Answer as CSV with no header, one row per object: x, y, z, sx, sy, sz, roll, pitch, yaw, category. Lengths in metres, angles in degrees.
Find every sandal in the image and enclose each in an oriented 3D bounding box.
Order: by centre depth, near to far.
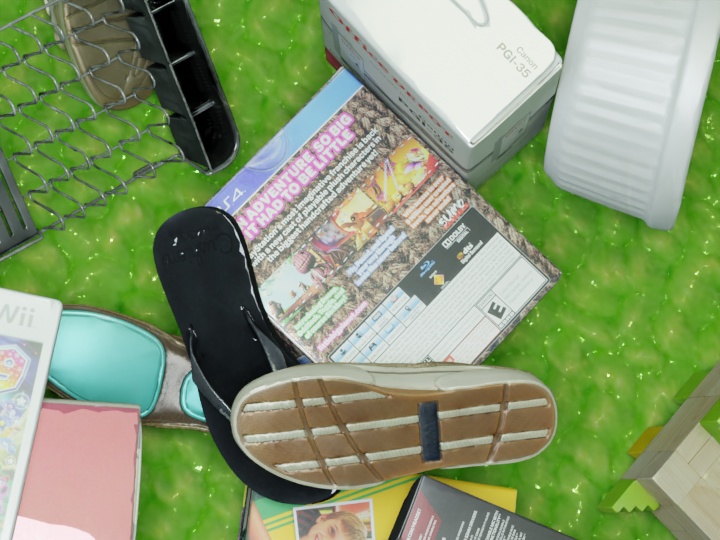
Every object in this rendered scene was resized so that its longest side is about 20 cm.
-0.075,0.058,1.295,0.076,0.043,0.201,-27,92,8,sandal

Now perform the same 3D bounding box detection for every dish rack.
-0.190,-0.100,1.357,0.200,0.055,0.154,-31,113,-24,dish rack

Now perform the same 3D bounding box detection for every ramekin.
0.184,-0.132,1.403,0.094,0.202,0.203,13,73,7,ramekin

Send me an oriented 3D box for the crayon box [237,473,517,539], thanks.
0.002,0.227,1.342,0.172,0.058,0.201,9,74,-7,crayon box

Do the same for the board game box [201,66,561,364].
0.000,0.000,1.380,0.200,0.097,0.159,44,73,3,board game box

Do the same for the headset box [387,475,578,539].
0.078,0.227,1.281,0.199,0.075,0.149,22,69,-1,headset box

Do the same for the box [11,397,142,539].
-0.238,0.138,1.286,0.199,0.128,0.109,4,75,-8,box

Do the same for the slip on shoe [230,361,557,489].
0.018,0.086,1.278,0.199,0.061,0.076,-5,103,-12,slip on shoe

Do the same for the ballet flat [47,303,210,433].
-0.122,0.068,1.354,0.199,0.072,0.068,13,89,-6,ballet flat

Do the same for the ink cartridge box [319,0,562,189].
0.048,-0.138,1.363,0.083,0.200,0.147,-43,84,-4,ink cartridge box

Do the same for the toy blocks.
0.275,0.132,1.407,0.137,0.100,0.200,45,73,-9,toy blocks

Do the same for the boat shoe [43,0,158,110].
-0.185,-0.206,1.423,0.073,0.063,0.201,-19,96,-23,boat shoe

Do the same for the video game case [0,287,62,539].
-0.262,0.099,1.216,0.143,0.018,0.201,12,73,-6,video game case
